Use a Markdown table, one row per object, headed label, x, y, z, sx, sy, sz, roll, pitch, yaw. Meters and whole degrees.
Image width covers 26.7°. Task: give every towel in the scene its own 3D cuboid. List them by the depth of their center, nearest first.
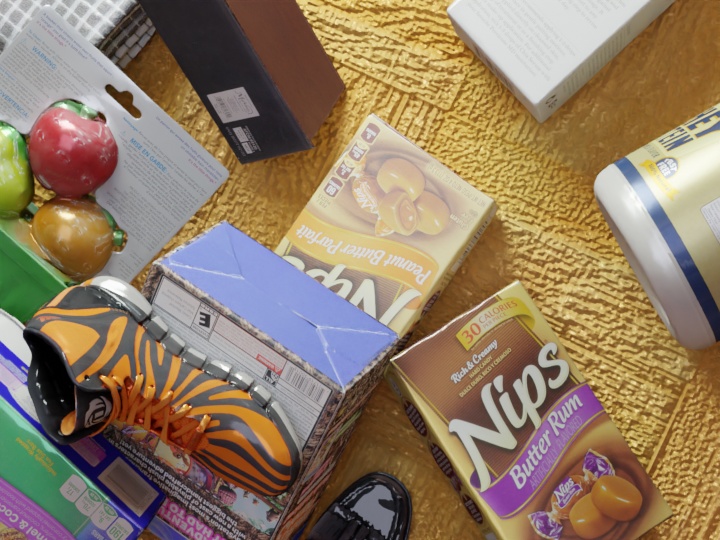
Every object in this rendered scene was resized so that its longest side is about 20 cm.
| label | x | y | z | sx | sy | sz | roll | pitch | yaw |
| --- | --- | --- | --- | --- | --- | --- | --- | --- | --- |
| towel | -0.224 | -0.246 | 1.178 | 0.165 | 0.086 | 0.200 | 39 | 92 | 10 |

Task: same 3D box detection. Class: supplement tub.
| label | x | y | z | sx | sy | sz | roll | pitch | yaw |
| --- | --- | --- | --- | --- | --- | --- | --- | --- | --- |
| supplement tub | 0.277 | -0.051 | 1.041 | 0.199 | 0.144 | 0.145 | -30 | 80 | 6 |

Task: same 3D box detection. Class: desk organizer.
| label | x | y | z | sx | sy | sz | roll | pitch | yaw |
| --- | --- | --- | --- | --- | --- | --- | --- | --- | --- |
| desk organizer | -0.095 | -0.184 | 1.119 | 0.071 | 0.077 | 0.200 | -9 | 126 | 35 |

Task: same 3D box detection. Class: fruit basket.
| label | x | y | z | sx | sy | sz | roll | pitch | yaw |
| --- | --- | --- | --- | --- | --- | --- | --- | --- | --- |
| fruit basket | -0.230 | -0.066 | 1.143 | 0.185 | 0.094 | 0.200 | 42 | 97 | -11 |

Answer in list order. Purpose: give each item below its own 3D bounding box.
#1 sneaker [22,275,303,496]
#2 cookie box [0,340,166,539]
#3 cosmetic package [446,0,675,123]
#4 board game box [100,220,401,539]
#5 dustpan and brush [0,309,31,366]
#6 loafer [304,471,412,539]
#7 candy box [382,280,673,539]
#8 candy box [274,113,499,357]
| label | x | y | z | sx | sy | sz | roll | pitch | yaw |
| --- | --- | --- | --- | --- | --- | --- | --- | --- | --- |
| sneaker | -0.137 | 0.092 | 0.970 | 0.200 | 0.112 | 0.078 | 35 | 121 | 11 |
| cookie box | -0.260 | 0.175 | 1.018 | 0.171 | 0.075 | 0.200 | 42 | 101 | -1 |
| cosmetic package | 0.171 | -0.216 | 1.112 | 0.200 | 0.071 | 0.102 | -42 | 79 | 4 |
| board game box | -0.091 | 0.097 | 1.073 | 0.159 | 0.097 | 0.201 | 34 | 120 | 12 |
| dustpan and brush | -0.233 | 0.086 | 1.096 | 0.057 | 0.200 | 0.140 | -27 | 100 | -20 |
| loafer | -0.030 | 0.238 | 1.109 | 0.072 | 0.063 | 0.200 | 35 | 91 | 11 |
| candy box | 0.116 | 0.123 | 1.082 | 0.116 | 0.056 | 0.201 | -31 | 80 | -13 |
| candy box | 0.000 | 0.000 | 1.130 | 0.115 | 0.055 | 0.200 | 35 | 92 | 11 |
